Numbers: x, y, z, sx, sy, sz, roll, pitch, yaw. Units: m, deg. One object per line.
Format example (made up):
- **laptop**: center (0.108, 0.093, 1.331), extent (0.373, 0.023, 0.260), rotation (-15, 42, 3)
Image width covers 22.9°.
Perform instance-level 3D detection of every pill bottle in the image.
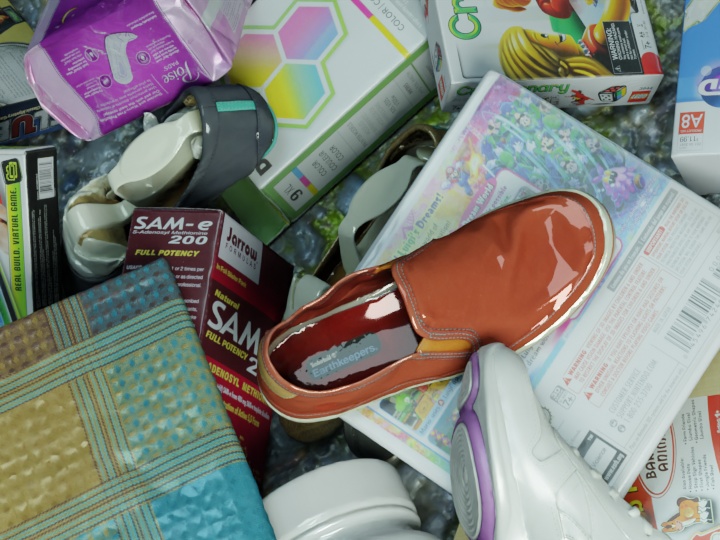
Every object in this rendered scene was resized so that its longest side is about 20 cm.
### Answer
- **pill bottle**: center (0.016, 0.204, 0.898), extent (0.113, 0.113, 0.201), rotation (-30, 60, 9)

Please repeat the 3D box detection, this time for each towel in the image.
- **towel**: center (-0.133, 0.104, 0.912), extent (0.146, 0.022, 0.201), rotation (-22, 62, -3)

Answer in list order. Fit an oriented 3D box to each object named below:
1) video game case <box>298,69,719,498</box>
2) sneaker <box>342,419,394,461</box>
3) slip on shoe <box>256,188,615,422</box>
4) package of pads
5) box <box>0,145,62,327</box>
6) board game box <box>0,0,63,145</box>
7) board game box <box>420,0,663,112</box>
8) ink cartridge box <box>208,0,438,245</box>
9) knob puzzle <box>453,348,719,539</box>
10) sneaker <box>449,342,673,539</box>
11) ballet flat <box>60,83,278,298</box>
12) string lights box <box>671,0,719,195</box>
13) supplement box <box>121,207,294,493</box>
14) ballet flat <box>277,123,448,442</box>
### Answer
- **video game case**: center (0.089, 0.023, 0.928), extent (0.181, 0.024, 0.201), rotation (33, 86, 13)
- **sneaker**: center (0.070, 0.030, 0.969), extent (0.088, 0.074, 0.201), rotation (34, 85, 32)
- **slip on shoe**: center (0.037, 0.017, 0.894), extent (0.199, 0.061, 0.074), rotation (-24, 75, 2)
- **package of pads**: center (-0.126, -0.176, 1.090), extent (0.120, 0.076, 0.201), rotation (-22, 33, 24)
- **box**: center (-0.232, 0.027, 1.069), extent (0.109, 0.035, 0.202), rotation (1, 98, 23)
- **board game box**: center (-0.293, -0.153, 1.175), extent (0.135, 0.035, 0.200), rotation (-19, 53, -33)
- **board game box**: center (0.093, -0.187, 1.040), extent (0.125, 0.035, 0.201), rotation (-4, 64, -12)
- **ink cartridge box**: center (-0.044, -0.103, 1.080), extent (0.200, 0.059, 0.104), rotation (-42, 61, 3)
- **knob puzzle**: center (0.146, 0.135, 0.919), extent (0.218, 0.030, 0.221), rotation (-8, 67, 19)
- **sneaker**: center (0.104, 0.129, 0.868), extent (0.099, 0.075, 0.201), rotation (-15, 81, -13)
- **ballet flat**: center (-0.133, -0.043, 1.048), extent (0.200, 0.073, 0.073), rotation (-39, 57, 31)
- **string lights box**: center (0.234, -0.144, 0.980), extent (0.102, 0.059, 0.201), rotation (0, 69, 23)
- **supplement box**: center (-0.095, 0.076, 0.994), extent (0.060, 0.109, 0.202), rotation (1, 73, 22)
- **ballet flat**: center (0.000, 0.000, 1.012), extent (0.068, 0.072, 0.201), rotation (29, 82, 31)
